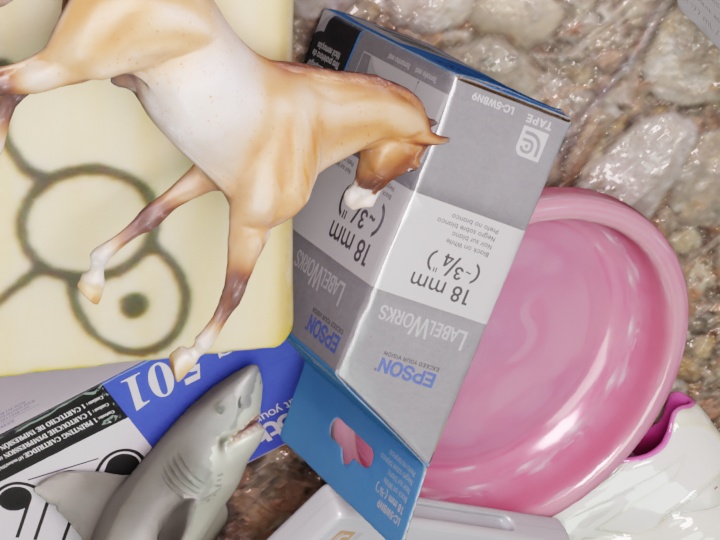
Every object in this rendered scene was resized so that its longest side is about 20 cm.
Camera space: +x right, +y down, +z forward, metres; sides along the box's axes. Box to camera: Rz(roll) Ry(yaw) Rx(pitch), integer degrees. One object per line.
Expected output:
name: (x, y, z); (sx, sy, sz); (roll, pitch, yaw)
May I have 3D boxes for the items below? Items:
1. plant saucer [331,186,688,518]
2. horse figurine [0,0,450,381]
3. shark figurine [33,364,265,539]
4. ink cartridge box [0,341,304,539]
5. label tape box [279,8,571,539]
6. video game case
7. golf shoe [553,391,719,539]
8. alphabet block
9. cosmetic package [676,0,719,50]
plant saucer: (0.067, 0.042, 1.126); (0.200, 0.051, 0.201); (-15, 126, -22)
horse figurine: (-0.072, -0.054, 0.781); (0.133, 0.050, 0.200); (-46, 120, 6)
shark figurine: (-0.130, 0.138, 1.087); (0.089, 0.215, 0.128); (32, 154, 8)
ink cartridge box: (-0.119, 0.075, 1.132); (0.199, 0.044, 0.094); (-27, 131, 7)
label tape box: (0.000, 0.000, 0.996); (0.063, 0.144, 0.201); (17, 99, -28)
video game case: (-0.016, 0.182, 1.138); (0.181, 0.023, 0.200); (15, 129, -47)
golf shoe: (0.107, 0.125, 1.225); (0.199, 0.075, 0.092); (-17, 107, 3)
alphabet block: (-0.132, -0.094, 0.896); (0.194, 0.197, 0.201); (-4, 129, -9)
cosmetic package: (0.189, -0.166, 0.950); (0.081, 0.113, 0.200); (-25, 139, -10)
